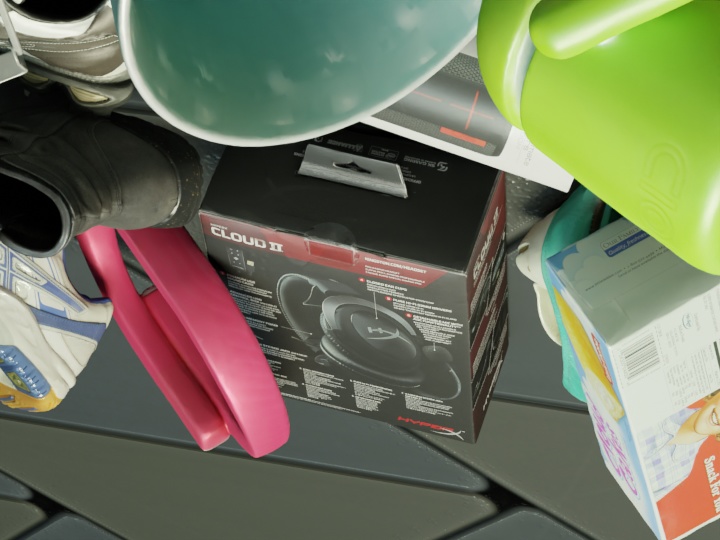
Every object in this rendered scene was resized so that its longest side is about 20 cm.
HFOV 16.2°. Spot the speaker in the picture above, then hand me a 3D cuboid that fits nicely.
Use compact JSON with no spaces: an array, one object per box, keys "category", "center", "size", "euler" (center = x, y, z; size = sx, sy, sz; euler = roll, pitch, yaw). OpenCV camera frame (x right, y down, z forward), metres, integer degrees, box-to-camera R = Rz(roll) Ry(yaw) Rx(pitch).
[{"category":"speaker","center":[0.020,-0.105,1.193],"size":[0.200,0.081,0.081],"euler":[19,149,2]}]

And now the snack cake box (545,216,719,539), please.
[{"category":"snack cake box","center":[0.175,0.045,1.296],"size":[0.115,0.067,0.200],"euler":[-29,142,-6]}]

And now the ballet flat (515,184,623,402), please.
[{"category":"ballet flat","center":[0.117,0.010,1.336],"size":[0.070,0.067,0.200],"euler":[21,150,28]}]

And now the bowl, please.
[{"category":"bowl","center":[-0.032,-0.161,1.058],"size":[0.105,0.201,0.201],"euler":[52,168,35]}]

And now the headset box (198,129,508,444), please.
[{"category":"headset box","center":[0.000,0.000,1.372],"size":[0.149,0.077,0.200],"euler":[13,148,13]}]

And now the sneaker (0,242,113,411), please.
[{"category":"sneaker","center":[-0.216,-0.015,1.409],"size":[0.075,0.088,0.200],"euler":[6,140,45]}]

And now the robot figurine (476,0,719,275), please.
[{"category":"robot figurine","center":[0.130,-0.077,1.028],"size":[0.200,0.116,0.175],"euler":[40,-170,28]}]

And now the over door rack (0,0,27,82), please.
[{"category":"over door rack","center":[-0.162,-0.179,1.107],"size":[0.067,0.148,0.200],"euler":[-16,172,-16]}]

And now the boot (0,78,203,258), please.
[{"category":"boot","center":[-0.191,-0.066,1.297],"size":[0.200,0.132,0.070],"euler":[18,108,32]}]

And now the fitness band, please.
[{"category":"fitness band","center":[-0.102,0.020,1.400],"size":[0.200,0.037,0.144],"euler":[52,161,29]}]

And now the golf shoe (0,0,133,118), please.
[{"category":"golf shoe","center":[-0.199,-0.146,1.267],"size":[0.200,0.078,0.095],"euler":[12,146,-6]}]
